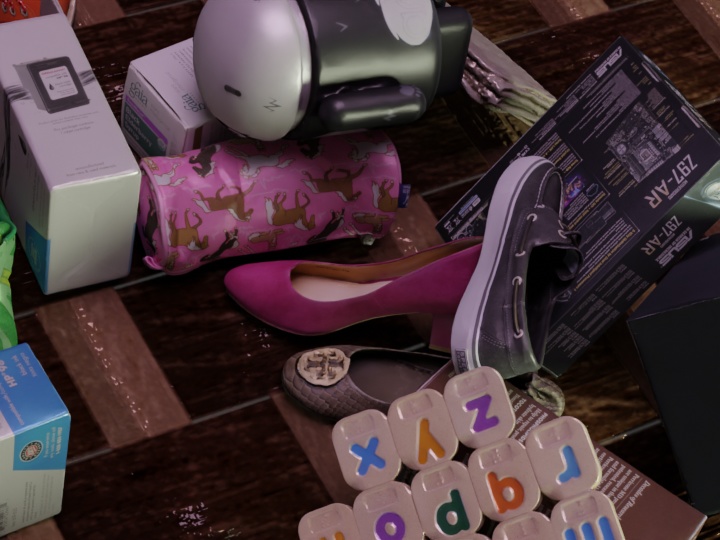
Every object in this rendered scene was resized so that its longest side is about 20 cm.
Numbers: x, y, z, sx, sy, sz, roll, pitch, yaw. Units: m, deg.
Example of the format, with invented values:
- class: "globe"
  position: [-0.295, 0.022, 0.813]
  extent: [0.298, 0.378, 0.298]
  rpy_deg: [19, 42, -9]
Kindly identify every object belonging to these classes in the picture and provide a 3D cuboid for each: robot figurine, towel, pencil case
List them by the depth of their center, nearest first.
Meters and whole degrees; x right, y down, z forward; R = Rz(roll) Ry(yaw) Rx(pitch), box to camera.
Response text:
- class: "robot figurine"
  position: [-0.021, -0.156, 1.536]
  extent: [0.200, 0.150, 0.125]
  rpy_deg: [-9, 89, -27]
- class: "pencil case"
  position: [-0.068, -0.053, 1.562]
  extent: [0.200, 0.083, 0.087]
  rpy_deg: [-10, 53, -21]
- class: "towel"
  position: [0.064, -0.184, 1.690]
  extent: [0.200, 0.034, 0.133]
  rpy_deg: [45, 14, 25]

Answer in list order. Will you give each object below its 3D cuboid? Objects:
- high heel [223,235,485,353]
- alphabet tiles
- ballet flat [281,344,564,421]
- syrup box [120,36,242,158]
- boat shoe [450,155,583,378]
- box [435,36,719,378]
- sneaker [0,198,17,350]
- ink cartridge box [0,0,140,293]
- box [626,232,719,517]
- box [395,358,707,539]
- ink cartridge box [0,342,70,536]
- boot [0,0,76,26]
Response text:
- class: "high heel"
  position: [0.000, 0.000, 1.508]
  extent: [0.200, 0.096, 0.067]
  rpy_deg: [14, 38, 16]
- class: "alphabet tiles"
  position: [0.063, 0.170, 1.361]
  extent: [0.200, 0.015, 0.196]
  rpy_deg: [-22, 76, 12]
- class: "ballet flat"
  position: [0.046, 0.079, 1.500]
  extent: [0.200, 0.046, 0.067]
  rpy_deg: [10, 49, -4]
- class: "syrup box"
  position: [-0.077, -0.138, 1.632]
  extent: [0.200, 0.081, 0.079]
  rpy_deg: [-26, 58, -29]
- class: "boat shoe"
  position: [0.117, -0.004, 1.437]
  extent: [0.066, 0.070, 0.200]
  rpy_deg: [-3, 38, 26]
- class: "box"
  position: [0.162, -0.047, 1.525]
  extent: [0.044, 0.200, 0.160]
  rpy_deg: [33, 16, -41]
- class: "sneaker"
  position: [-0.271, 0.007, 1.466]
  extent: [0.074, 0.084, 0.200]
  rpy_deg: [-3, 52, -15]
- class: "ink cartridge box"
  position: [-0.225, -0.098, 1.534]
  extent: [0.067, 0.116, 0.200]
  rpy_deg: [-14, 54, -21]
- class: "box"
  position: [0.259, 0.059, 1.449]
  extent: [0.141, 0.079, 0.200]
  rpy_deg: [67, 26, -8]
- class: "box"
  position: [0.116, 0.153, 1.414]
  extent: [0.200, 0.100, 0.075]
  rpy_deg: [36, 47, 17]
- class: "ink cartridge box"
  position: [-0.287, 0.132, 1.337]
  extent: [0.200, 0.116, 0.067]
  rpy_deg: [-20, 57, -27]
- class: "boot"
  position: [-0.276, -0.191, 1.618]
  extent: [0.075, 0.107, 0.200]
  rpy_deg: [26, 48, 12]
